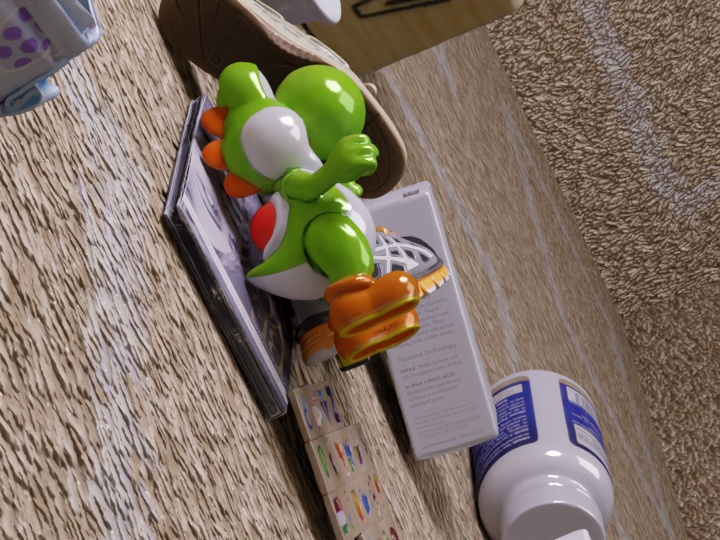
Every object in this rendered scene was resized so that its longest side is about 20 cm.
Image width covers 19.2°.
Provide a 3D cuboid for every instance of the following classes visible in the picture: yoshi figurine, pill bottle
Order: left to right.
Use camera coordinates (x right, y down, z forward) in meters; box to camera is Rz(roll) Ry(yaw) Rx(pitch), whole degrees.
[{"bbox_3d":[-0.015,-0.052,1.327,0.112,0.112,0.201,-3,59,-54],"label":"yoshi figurine"},{"bbox_3d":[0.160,0.186,1.877,0.200,0.119,0.120,-90,156,-63],"label":"pill bottle"}]

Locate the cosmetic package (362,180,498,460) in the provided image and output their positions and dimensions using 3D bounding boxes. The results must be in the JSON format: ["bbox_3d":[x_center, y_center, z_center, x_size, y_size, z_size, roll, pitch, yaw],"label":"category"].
[{"bbox_3d":[0.049,0.038,1.670,0.102,0.074,0.201,-70,142,-84],"label":"cosmetic package"}]

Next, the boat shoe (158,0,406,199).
[{"bbox_3d":[-0.045,-0.131,1.438,0.200,0.073,0.063,44,20,-5],"label":"boat shoe"}]

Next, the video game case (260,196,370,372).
[{"bbox_3d":[-0.041,-0.050,1.553,0.200,0.025,0.181,-97,164,-62],"label":"video game case"}]

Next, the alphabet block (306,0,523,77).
[{"bbox_3d":[0.019,-0.331,2.008,0.200,0.196,0.196,49,20,-61],"label":"alphabet block"}]

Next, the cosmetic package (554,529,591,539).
[{"bbox_3d":[0.159,0.338,1.544,0.200,0.122,0.200,-98,161,-54],"label":"cosmetic package"}]

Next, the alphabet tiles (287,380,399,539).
[{"bbox_3d":[-0.002,0.152,1.389,0.200,0.008,0.168,6,65,-82],"label":"alphabet tiles"}]

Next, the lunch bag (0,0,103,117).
[{"bbox_3d":[-0.183,-0.113,0.585,0.127,0.169,0.201,-76,144,-75],"label":"lunch bag"}]

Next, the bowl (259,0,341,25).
[{"bbox_3d":[-0.094,-0.257,1.563,0.201,0.090,0.202,-23,90,-79],"label":"bowl"}]

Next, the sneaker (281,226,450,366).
[{"bbox_3d":[0.000,0.000,1.432,0.077,0.078,0.200,60,21,-1],"label":"sneaker"}]

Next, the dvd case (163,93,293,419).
[{"bbox_3d":[-0.078,-0.014,1.350,0.200,0.016,0.149,-88,154,-66],"label":"dvd case"}]
